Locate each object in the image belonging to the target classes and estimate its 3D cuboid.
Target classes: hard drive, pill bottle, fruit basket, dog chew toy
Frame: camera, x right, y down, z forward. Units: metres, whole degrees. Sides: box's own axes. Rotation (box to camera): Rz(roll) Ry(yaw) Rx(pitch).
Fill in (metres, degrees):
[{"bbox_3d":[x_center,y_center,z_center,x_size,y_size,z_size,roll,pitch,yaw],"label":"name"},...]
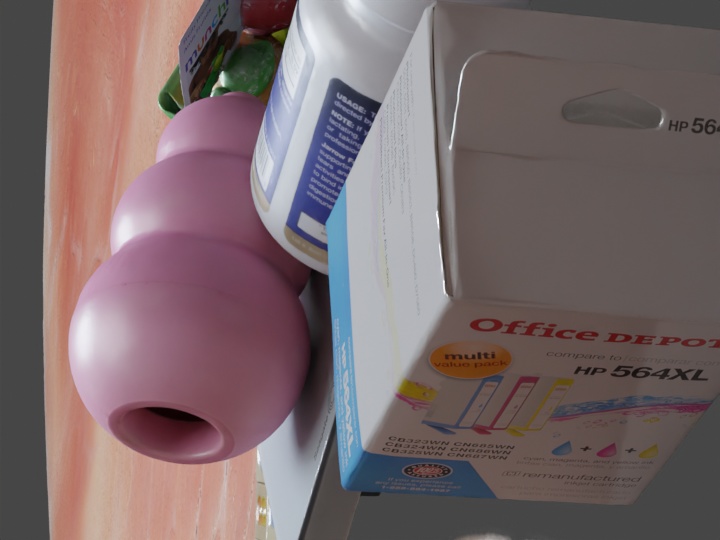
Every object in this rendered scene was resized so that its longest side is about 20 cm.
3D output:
[{"bbox_3d":[-0.025,0.060,1.583,0.200,0.027,0.133,-107,30,-60],"label":"hard drive"},{"bbox_3d":[0.019,-0.095,1.454,0.200,0.115,0.116,110,161,-50],"label":"pill bottle"},{"bbox_3d":[-0.048,-0.144,1.723,0.186,0.093,0.200,-60,-9,-25],"label":"fruit basket"},{"bbox_3d":[-0.079,-0.004,1.554,0.125,0.124,0.201,116,167,-59],"label":"dog chew toy"}]

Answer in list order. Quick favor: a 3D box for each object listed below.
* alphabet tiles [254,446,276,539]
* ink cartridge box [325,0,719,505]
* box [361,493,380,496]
[{"bbox_3d":[-0.036,0.140,1.680,0.200,0.006,0.168,178,94,-76],"label":"alphabet tiles"},{"bbox_3d":[0.070,-0.007,1.153,0.200,0.128,0.126,116,155,-61],"label":"ink cartridge box"},{"bbox_3d":[0.000,0.000,1.676,0.161,0.044,0.201,109,161,-53],"label":"box"}]
